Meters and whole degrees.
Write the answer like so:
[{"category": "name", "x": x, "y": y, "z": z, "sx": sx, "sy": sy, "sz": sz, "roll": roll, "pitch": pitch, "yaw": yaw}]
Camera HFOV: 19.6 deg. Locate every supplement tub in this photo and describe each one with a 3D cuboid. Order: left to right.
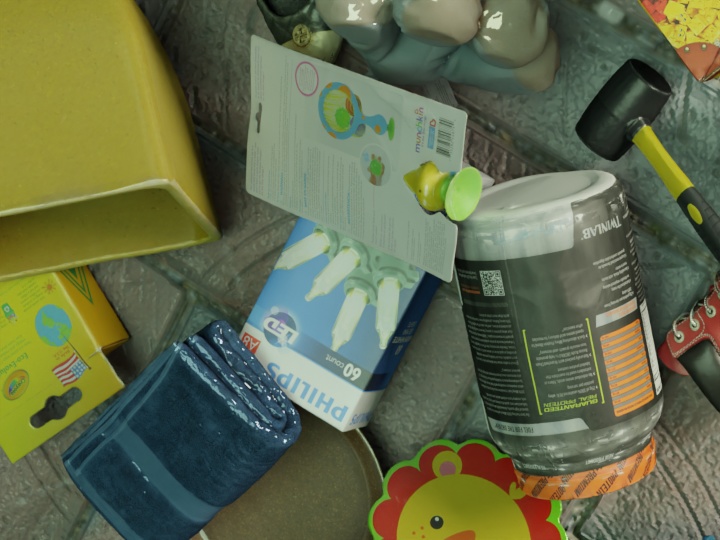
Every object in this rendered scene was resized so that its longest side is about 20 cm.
[{"category": "supplement tub", "x": 0.133, "y": 0.043, "z": 1.387, "sx": 0.122, "sy": 0.122, "sz": 0.201, "roll": -7, "pitch": 103, "yaw": 22}]

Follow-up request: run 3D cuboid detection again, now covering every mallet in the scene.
[{"category": "mallet", "x": 0.201, "y": -0.047, "z": 1.351, "sx": 0.066, "sy": 0.041, "sz": 0.201, "roll": -45, "pitch": 51, "yaw": 31}]

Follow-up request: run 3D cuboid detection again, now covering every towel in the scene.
[{"category": "towel", "x": -0.131, "y": 0.126, "z": 1.482, "sx": 0.112, "sy": 0.049, "sz": 0.200, "roll": 48, "pitch": 131, "yaw": 1}]

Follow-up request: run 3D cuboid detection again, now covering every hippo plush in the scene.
[{"category": "hippo plush", "x": 0.063, "y": -0.206, "z": 1.379, "sx": 0.158, "sy": 0.200, "sz": 0.162, "roll": 9, "pitch": 77, "yaw": 8}]

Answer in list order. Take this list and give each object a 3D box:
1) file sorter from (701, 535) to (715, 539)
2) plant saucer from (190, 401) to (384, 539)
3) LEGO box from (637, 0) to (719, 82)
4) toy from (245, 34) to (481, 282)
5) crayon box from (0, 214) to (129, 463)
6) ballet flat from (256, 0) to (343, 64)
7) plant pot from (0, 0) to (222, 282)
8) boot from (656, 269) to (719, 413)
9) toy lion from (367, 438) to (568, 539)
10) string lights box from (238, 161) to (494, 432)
[{"category": "file sorter", "x": 0.234, "y": 0.251, "z": 1.390, "sx": 0.199, "sy": 0.123, "sz": 0.140, "roll": -9, "pitch": 96, "yaw": 22}, {"category": "plant saucer", "x": -0.066, "y": 0.170, "z": 1.542, "sx": 0.199, "sy": 0.037, "sz": 0.202, "roll": 4, "pitch": 100, "yaw": 21}, {"category": "LEGO box", "x": 0.213, "y": -0.203, "z": 1.275, "sx": 0.077, "sy": 0.200, "sz": 0.149, "roll": -38, "pitch": 84, "yaw": 22}, {"category": "toy", "x": 0.005, "y": -0.080, "z": 1.383, "sx": 0.200, "sy": 0.047, "sz": 0.116, "roll": 27, "pitch": 122, "yaw": 42}, {"category": "crayon box", "x": -0.265, "y": 0.030, "z": 1.588, "sx": 0.127, "sy": 0.051, "sz": 0.201, "roll": -33, "pitch": 86, "yaw": 23}, {"category": "ballet flat", "x": -0.062, "y": -0.233, "z": 1.457, "sx": 0.066, "sy": 0.057, "sz": 0.201, "roll": -16, "pitch": 93, "yaw": 24}, {"category": "plant pot", "x": -0.219, "y": -0.118, "z": 1.455, "sx": 0.194, "sy": 0.194, "sz": 0.201, "roll": -10, "pitch": 79, "yaw": 5}, {"category": "boot", "x": 0.244, "y": -0.007, "z": 1.371, "sx": 0.144, "sy": 0.072, "sz": 0.201, "roll": -21, "pitch": 95, "yaw": 25}, {"category": "toy lion", "x": 0.070, "y": 0.227, "z": 1.450, "sx": 0.191, "sy": 0.069, "sz": 0.200, "roll": -35, "pitch": 78, "yaw": -6}, {"category": "string lights box", "x": 0.000, "y": 0.000, "z": 1.456, "sx": 0.102, "sy": 0.059, "sz": 0.201, "roll": 29, "pitch": 98, "yaw": 15}]
